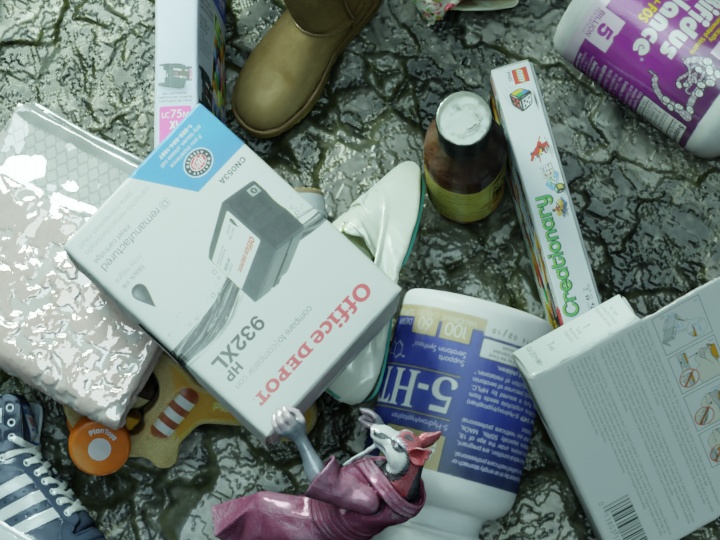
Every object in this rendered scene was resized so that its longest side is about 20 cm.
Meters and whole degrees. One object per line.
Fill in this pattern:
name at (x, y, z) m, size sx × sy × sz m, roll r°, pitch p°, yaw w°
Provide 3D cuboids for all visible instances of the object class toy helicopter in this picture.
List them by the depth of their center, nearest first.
toy helicopter at (-0.129, 0.089, 1.534) m, size 0.199 × 0.079 × 0.133 m, roll 7°, pitch 104°, yaw -11°

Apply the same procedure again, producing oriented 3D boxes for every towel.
towel at (-0.221, -0.008, 1.502) m, size 0.199 × 0.032 × 0.192 m, roll 27°, pitch 81°, yaw 12°

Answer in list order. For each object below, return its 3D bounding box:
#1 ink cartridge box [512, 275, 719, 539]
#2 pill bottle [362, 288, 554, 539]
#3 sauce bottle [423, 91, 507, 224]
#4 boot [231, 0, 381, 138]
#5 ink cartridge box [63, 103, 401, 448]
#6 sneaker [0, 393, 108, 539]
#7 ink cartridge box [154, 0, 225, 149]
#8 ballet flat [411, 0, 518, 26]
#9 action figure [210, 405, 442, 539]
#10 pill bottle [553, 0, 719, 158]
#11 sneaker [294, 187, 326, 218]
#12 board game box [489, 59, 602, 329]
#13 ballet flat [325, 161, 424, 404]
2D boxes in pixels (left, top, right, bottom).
ink cartridge box at (0.225, 0.102, 1.469) m, size 0.173 × 0.044 × 0.201 m, roll -28°, pitch 121°, yaw -3°
pill bottle at (0.066, 0.124, 1.495) m, size 0.119 × 0.120 × 0.201 m, roll 13°, pitch 83°, yaw 6°
sauce bottle at (0.078, -0.084, 1.497) m, size 0.066 × 0.200 × 0.066 m, roll 0°, pitch 80°, yaw 3°
boot at (-0.050, -0.202, 1.528) m, size 0.066 × 0.200 × 0.176 m, roll 33°, pitch 83°, yaw 10°
ink cartridge box at (-0.089, 0.005, 1.434) m, size 0.200 × 0.084 × 0.145 m, roll 42°, pitch 82°, yaw 5°
sneaker at (-0.244, 0.163, 1.536) m, size 0.199 × 0.070 × 0.109 m, roll 24°, pitch 83°, yaw 11°
ink cartridge box at (-0.132, -0.167, 1.569) m, size 0.042 × 0.119 × 0.201 m, roll -4°, pitch 78°, yaw 6°
ballet flat at (0.129, -0.247, 1.602) m, size 0.199 × 0.076 × 0.064 m, roll -15°, pitch 109°, yaw 5°
action figure at (-0.014, 0.170, 1.388) m, size 0.200 × 0.134 × 0.150 m, roll -34°, pitch 69°, yaw 40°
pill bottle at (0.257, -0.158, 1.544) m, size 0.200 × 0.112 × 0.112 m, roll 37°, pitch 83°, yaw 10°
sneaker at (-0.117, 0.008, 1.551) m, size 0.199 × 0.070 × 0.109 m, roll -11°, pitch 76°, yaw -1°
board game box at (0.139, -0.046, 1.522) m, size 0.034 × 0.126 × 0.201 m, roll -15°, pitch 78°, yaw 0°
ballet flat at (0.000, 0.000, 1.512) m, size 0.069 × 0.069 × 0.201 m, roll 11°, pitch 71°, yaw 6°
